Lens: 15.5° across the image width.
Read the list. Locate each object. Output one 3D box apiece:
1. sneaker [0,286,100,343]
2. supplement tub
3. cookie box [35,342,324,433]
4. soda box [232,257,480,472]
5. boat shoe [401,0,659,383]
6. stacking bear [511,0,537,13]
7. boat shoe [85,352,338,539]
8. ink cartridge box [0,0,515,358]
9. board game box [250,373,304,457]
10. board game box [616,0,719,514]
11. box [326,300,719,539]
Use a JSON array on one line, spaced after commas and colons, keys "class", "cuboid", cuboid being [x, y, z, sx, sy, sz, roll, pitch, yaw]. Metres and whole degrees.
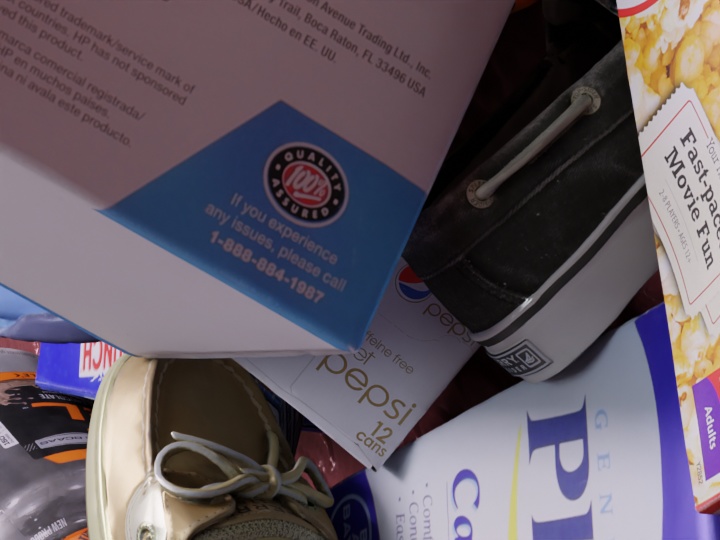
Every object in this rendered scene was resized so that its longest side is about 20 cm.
[{"class": "sneaker", "cuboid": [-0.120, -0.040, 0.852, 0.200, 0.074, 0.082, 30, 133, 40]}, {"class": "supplement tub", "cuboid": [-0.129, 0.116, 1.079, 0.200, 0.122, 0.123, 35, 113, 59]}, {"class": "cookie box", "cuboid": [-0.054, -0.043, 1.035, 0.171, 0.075, 0.200, 5, 86, 62]}, {"class": "soda box", "cuboid": [0.000, 0.000, 0.836, 0.068, 0.064, 0.200, -51, 6, 6]}, {"class": "boat shoe", "cuboid": [0.083, -0.063, 0.703, 0.200, 0.064, 0.071, -51, 12, -23]}, {"class": "stacking bear", "cuboid": [0.052, -0.159, 0.844, 0.114, 0.121, 0.200, 64, 147, 30]}, {"class": "boat shoe", "cuboid": [-0.025, 0.100, 0.729, 0.063, 0.073, 0.201, -44, 46, 41]}, {"class": "ink cartridge box", "cuboid": [-0.049, -0.097, 0.698, 0.146, 0.147, 0.200, -5, 57, 63]}, {"class": "board game box", "cuboid": [-0.057, 0.136, 0.869, 0.200, 0.062, 0.200, -78, 3, -66]}, {"class": "board game box", "cuboid": [0.134, -0.038, 0.606, 0.046, 0.151, 0.200, -42, 48, 50]}, {"class": "box", "cuboid": [0.081, 0.122, 0.707, 0.200, 0.105, 0.184, -35, 53, 53]}]
